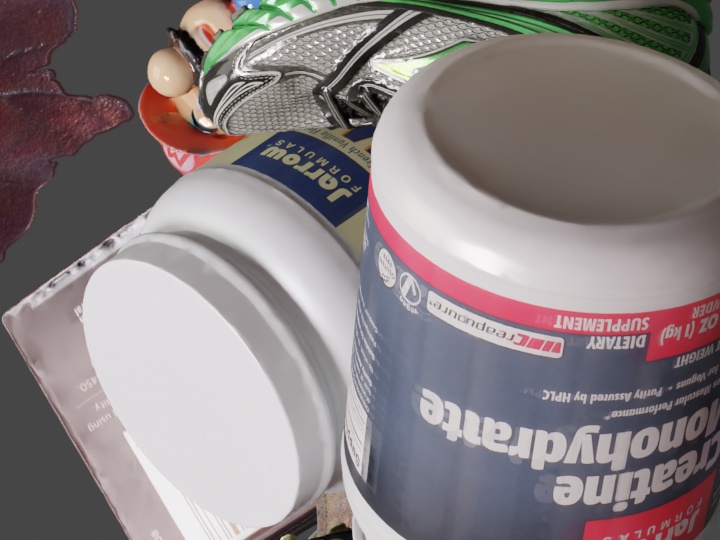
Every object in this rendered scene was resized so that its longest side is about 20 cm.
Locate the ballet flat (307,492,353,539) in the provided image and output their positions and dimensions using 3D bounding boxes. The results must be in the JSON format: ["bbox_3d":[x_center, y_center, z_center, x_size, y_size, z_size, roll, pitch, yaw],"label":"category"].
[{"bbox_3d":[-0.007,0.169,1.111,0.068,0.067,0.201,51,-142,-40],"label":"ballet flat"}]

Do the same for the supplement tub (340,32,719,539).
[{"bbox_3d":[0.066,0.032,0.901,0.141,0.140,0.201,-97,10,-52],"label":"supplement tub"}]

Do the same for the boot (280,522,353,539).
[{"bbox_3d":[0.029,0.105,1.055,0.204,0.153,0.074,-122,28,-58],"label":"boot"}]

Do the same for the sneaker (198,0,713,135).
[{"bbox_3d":[0.034,-0.072,0.964,0.078,0.199,0.086,39,-133,-71],"label":"sneaker"}]

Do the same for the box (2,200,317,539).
[{"bbox_3d":[-0.045,0.044,1.306,0.165,0.166,0.200,58,-166,6],"label":"box"}]

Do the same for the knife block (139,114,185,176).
[{"bbox_3d":[-0.002,-0.124,1.366,0.176,0.064,0.200,-45,-13,29],"label":"knife block"}]

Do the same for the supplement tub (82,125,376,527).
[{"bbox_3d":[0.000,0.000,1.049,0.145,0.200,0.145,32,141,30],"label":"supplement tub"}]

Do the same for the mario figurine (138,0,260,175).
[{"bbox_3d":[-0.052,-0.120,1.130,0.124,0.106,0.201,-85,15,-53],"label":"mario figurine"}]
